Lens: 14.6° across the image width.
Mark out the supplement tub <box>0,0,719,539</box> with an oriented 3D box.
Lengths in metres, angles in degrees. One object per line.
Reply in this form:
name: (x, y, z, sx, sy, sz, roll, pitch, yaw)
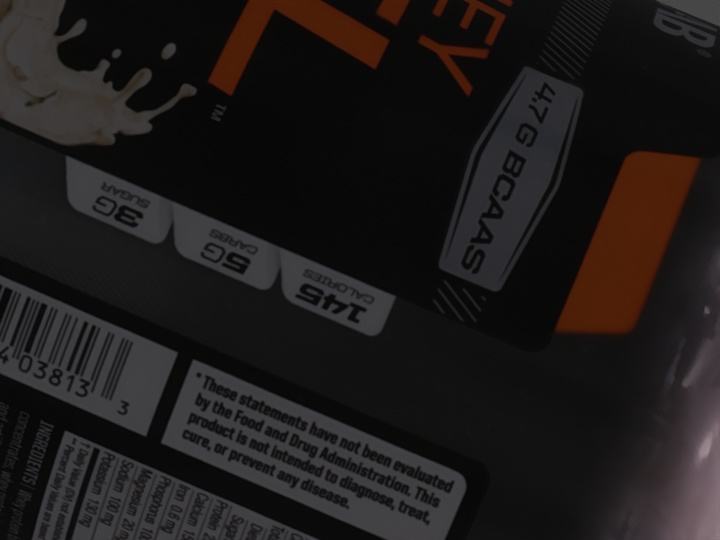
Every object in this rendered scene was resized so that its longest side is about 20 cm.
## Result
supplement tub: (-0.012, 0.002, 0.422, 0.123, 0.200, 0.123, 23, 90, -88)
